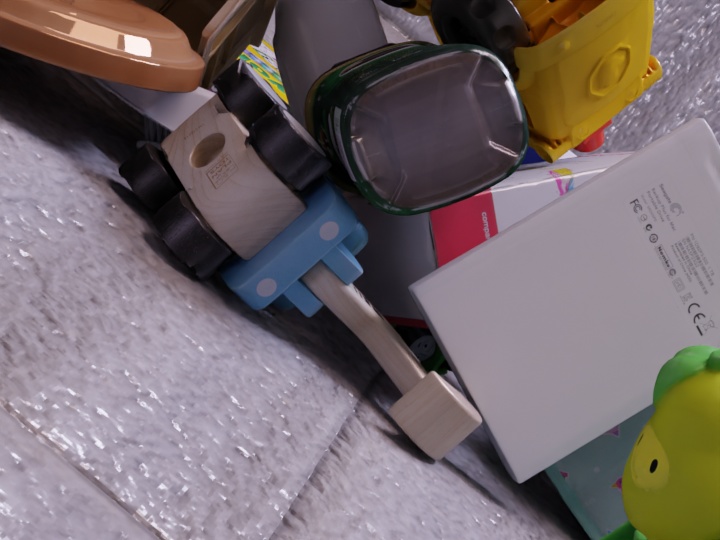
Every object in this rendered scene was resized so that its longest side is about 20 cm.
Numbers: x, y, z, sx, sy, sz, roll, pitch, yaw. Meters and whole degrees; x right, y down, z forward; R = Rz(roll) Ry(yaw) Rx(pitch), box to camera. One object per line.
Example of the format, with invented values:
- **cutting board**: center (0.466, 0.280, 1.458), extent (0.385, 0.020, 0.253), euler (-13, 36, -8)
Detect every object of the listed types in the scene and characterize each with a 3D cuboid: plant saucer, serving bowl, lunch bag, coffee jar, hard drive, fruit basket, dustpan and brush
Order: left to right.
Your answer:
- **plant saucer**: center (-0.186, -0.155, 1.466), extent (0.200, 0.032, 0.200), euler (19, 12, -4)
- **dustpan and brush**: center (-0.078, -0.069, 1.533), extent (0.200, 0.057, 0.140), euler (16, -10, 28)
- **serving bowl**: center (-0.015, -0.124, 1.656), extent (0.200, 0.066, 0.201), euler (162, -90, -85)
- **coffee jar**: center (0.028, -0.086, 1.444), extent (0.200, 0.104, 0.086), euler (-141, -149, -80)
- **hard drive**: center (0.145, 0.017, 1.449), extent (0.132, 0.200, 0.026), euler (61, -7, -9)
- **lunch bag**: center (0.198, 0.086, 1.586), extent (0.122, 0.170, 0.200), euler (55, 9, 4)
- **fruit basket**: center (0.180, 0.148, 1.283), extent (0.216, 0.155, 0.216), euler (54, 4, -6)

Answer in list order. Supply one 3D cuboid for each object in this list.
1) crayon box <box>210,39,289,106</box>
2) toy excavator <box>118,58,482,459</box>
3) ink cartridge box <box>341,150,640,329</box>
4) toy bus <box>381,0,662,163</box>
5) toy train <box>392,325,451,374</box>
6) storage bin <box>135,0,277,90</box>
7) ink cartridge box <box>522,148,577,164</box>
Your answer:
- **crayon box**: center (-0.065, -0.120, 1.883), extent (0.200, 0.058, 0.173), euler (41, 9, 5)
- **toy excavator**: center (-0.022, 0.000, 1.428), extent (0.200, 0.100, 0.195), euler (44, 7, -36)
- **ink cartridge box**: center (0.099, -0.022, 1.549), extent (0.199, 0.086, 0.148), euler (-9, 5, -25)
- **toy bus**: center (0.096, -0.160, 1.572), extent (0.200, 0.136, 0.192), euler (38, -22, 34)
- **toy train**: center (0.000, 0.000, 1.646), extent (0.056, 0.042, 0.200), euler (13, 27, -49)
- **storage bin**: center (-0.154, -0.211, 1.606), extent (0.200, 0.094, 0.199), euler (41, -19, 3)
- **ink cartridge box**: center (0.117, -0.053, 1.810), extent (0.200, 0.094, 0.044), euler (36, 23, -26)
